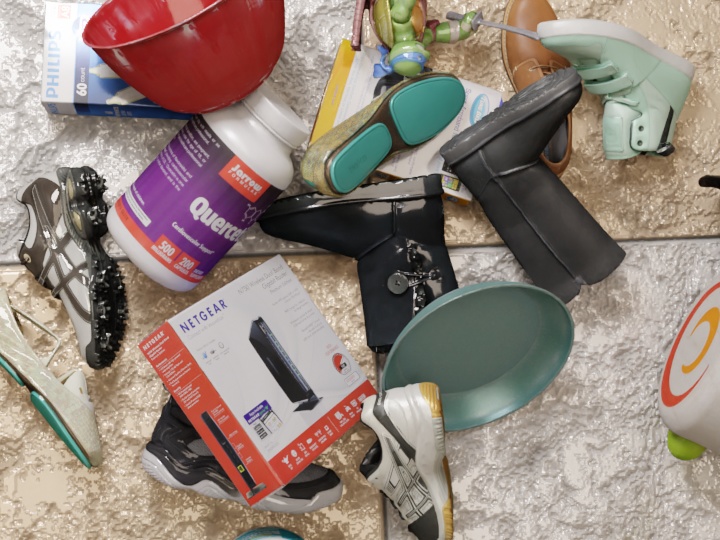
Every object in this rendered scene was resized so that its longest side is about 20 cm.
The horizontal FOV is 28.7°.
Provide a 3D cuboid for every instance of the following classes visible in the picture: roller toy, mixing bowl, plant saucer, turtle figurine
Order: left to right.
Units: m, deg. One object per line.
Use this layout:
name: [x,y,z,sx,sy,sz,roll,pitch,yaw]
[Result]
mixing bowl: [-0.146,-0.216,1.299,0.199,0.200,0.109,-31,120,-8]
turtle figurine: [0.078,-0.295,1.380,0.143,0.200,0.196,9,58,-42]
plant saucer: [0.110,0.077,1.365,0.198,0.201,0.036,-17,47,-7]
roller toy: [0.390,0.097,1.367,0.139,0.200,0.184,25,64,-4]

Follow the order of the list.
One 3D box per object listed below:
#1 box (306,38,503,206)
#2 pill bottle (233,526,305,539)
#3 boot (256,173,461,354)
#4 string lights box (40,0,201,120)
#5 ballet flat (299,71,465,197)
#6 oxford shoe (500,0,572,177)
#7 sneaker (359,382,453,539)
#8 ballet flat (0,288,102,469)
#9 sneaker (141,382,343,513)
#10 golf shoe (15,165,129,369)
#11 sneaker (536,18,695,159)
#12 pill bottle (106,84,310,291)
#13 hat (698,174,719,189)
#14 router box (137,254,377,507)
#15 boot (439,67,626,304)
box: [0.055,-0.147,1.432,0.198,0.041,0.120,19,83,-6]
pill bottle: [-0.082,0.298,1.293,0.110,0.200,0.112,1,84,-6]
boot: [0.000,0.000,1.391,0.198,0.076,0.170,-8,94,6]
string lights box: [-0.213,-0.206,1.399,0.198,0.059,0.104,2,85,-6]
ballet flat: [0.018,-0.139,1.371,0.200,0.071,0.071,-39,89,-29]
oxford shoe: [0.189,-0.195,1.435,0.071,0.071,0.202,-8,84,-5]
sneaker: [0.045,0.201,1.365,0.087,0.076,0.202,-7,111,4]
ballet flat: [-0.302,0.100,1.360,0.062,0.067,0.200,-41,90,-18]
sneaker: [-0.107,0.161,1.353,0.198,0.076,0.115,12,103,-1]
golf shoe: [-0.285,0.001,1.374,0.094,0.078,0.202,-10,84,11]
sneaker: [0.252,-0.177,1.410,0.199,0.074,0.119,16,85,-31]
pill bottle: [-0.142,-0.084,1.344,0.112,0.112,0.200,44,100,0]
hat: [0.423,-0.032,1.393,0.199,0.201,0.082,16,91,-4]
router box: [-0.090,0.098,1.322,0.049,0.200,0.180,-36,89,33]
boot: [0.196,-0.078,1.374,0.164,0.066,0.201,-30,104,32]
